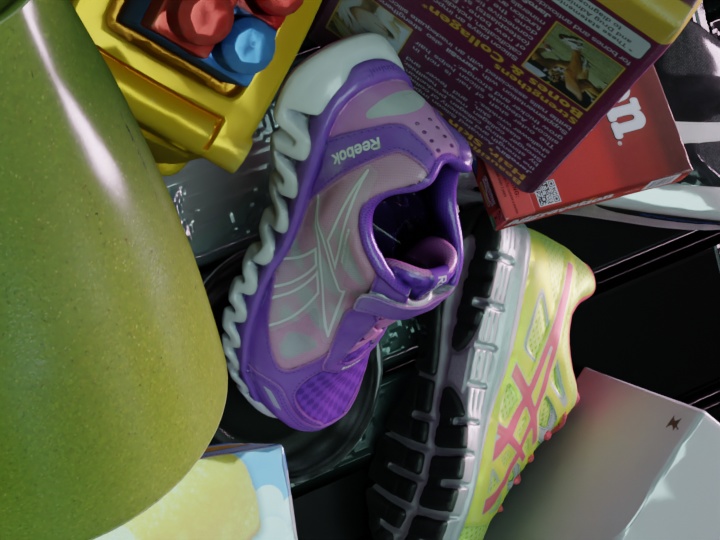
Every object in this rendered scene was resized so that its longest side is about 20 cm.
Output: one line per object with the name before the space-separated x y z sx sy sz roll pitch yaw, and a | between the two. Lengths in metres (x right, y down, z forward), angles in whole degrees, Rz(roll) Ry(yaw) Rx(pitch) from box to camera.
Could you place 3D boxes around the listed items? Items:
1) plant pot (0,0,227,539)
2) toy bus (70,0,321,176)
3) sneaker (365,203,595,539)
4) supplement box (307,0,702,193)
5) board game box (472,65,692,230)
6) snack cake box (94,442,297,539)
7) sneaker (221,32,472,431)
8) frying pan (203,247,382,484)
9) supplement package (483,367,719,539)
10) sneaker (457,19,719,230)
plant pot | -0.151 -0.025 0.797 0.187 0.187 0.200 -21 133 -20
toy bus | -0.067 -0.143 0.894 0.136 0.192 0.200 29 84 -24
sneaker | 0.069 0.073 1.051 0.090 0.078 0.200 15 93 -32
supplement box | 0.073 -0.135 0.892 0.131 0.200 0.103 35 69 -2
board game box | 0.078 -0.125 1.010 0.103 0.019 0.200 -15 78 -21
snack cake box | -0.135 0.120 0.890 0.200 0.115 0.067 -9 89 -16
sneaker | 0.000 0.000 0.930 0.080 0.088 0.200 -26 141 -41
frying pan | -0.040 0.082 1.009 0.115 0.031 0.190 1 87 -34
supplement package | 0.177 0.159 1.087 0.200 0.120 0.121 38 83 -24
sneaker | 0.102 -0.086 1.053 0.200 0.073 0.112 8 81 -21
